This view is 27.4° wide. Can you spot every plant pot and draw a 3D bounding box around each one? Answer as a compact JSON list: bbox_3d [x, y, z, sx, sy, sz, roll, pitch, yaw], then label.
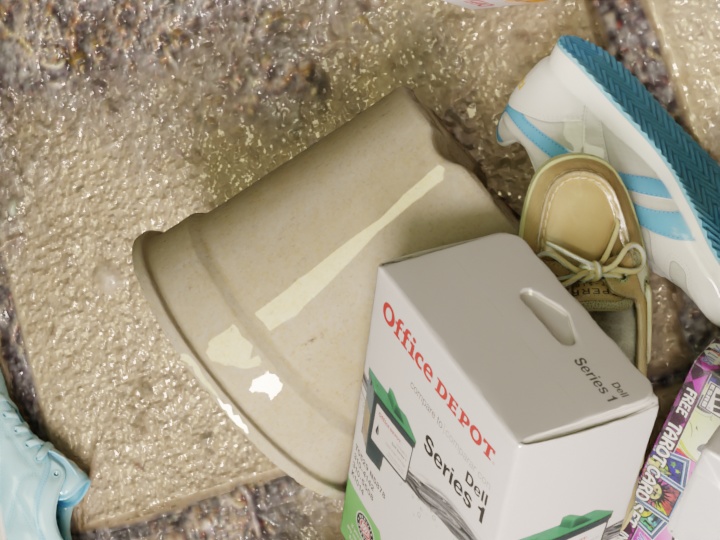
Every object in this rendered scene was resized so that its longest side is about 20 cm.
[{"bbox_3d":[0.000,0.000,0.873,0.183,0.200,0.201,-39,75,9],"label":"plant pot"}]

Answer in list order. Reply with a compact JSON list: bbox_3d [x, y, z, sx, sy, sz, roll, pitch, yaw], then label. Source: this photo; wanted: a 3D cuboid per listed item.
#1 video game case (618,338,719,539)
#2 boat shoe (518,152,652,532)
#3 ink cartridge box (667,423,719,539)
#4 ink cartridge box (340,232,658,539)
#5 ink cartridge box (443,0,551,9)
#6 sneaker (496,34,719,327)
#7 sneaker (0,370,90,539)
[{"bbox_3d":[0.228,0.164,0.802,0.181,0.036,0.201,32,126,21],"label":"video game case"},{"bbox_3d":[0.124,0.039,0.791,0.073,0.063,0.202,0,97,-3],"label":"boat shoe"},{"bbox_3d":[0.248,0.074,0.704,0.116,0.200,0.068,32,140,21],"label":"ink cartridge box"},{"bbox_3d":[0.063,0.104,0.770,0.146,0.084,0.201,52,146,43],"label":"ink cartridge box"},{"bbox_3d":[0.107,-0.223,0.836,0.199,0.128,0.126,-3,91,26],"label":"ink cartridge box"},{"bbox_3d":[0.160,-0.039,0.852,0.081,0.076,0.200,-48,68,30],"label":"sneaker"},{"bbox_3d":[-0.235,0.142,1.051,0.081,0.074,0.201,-16,79,-5],"label":"sneaker"}]
